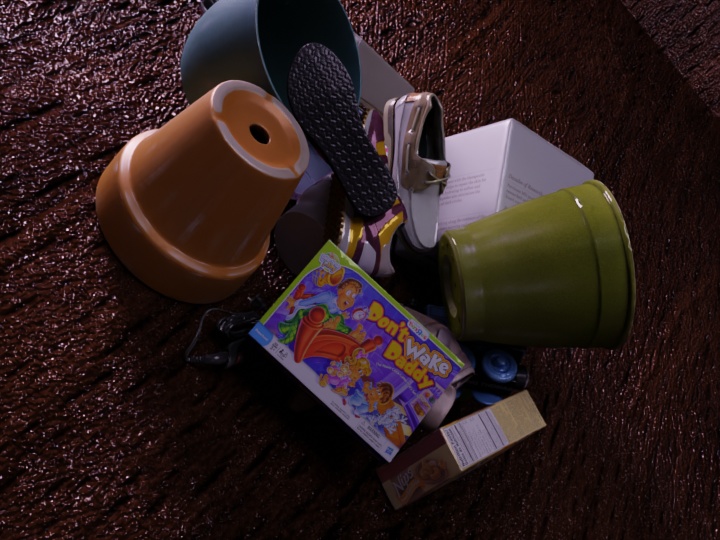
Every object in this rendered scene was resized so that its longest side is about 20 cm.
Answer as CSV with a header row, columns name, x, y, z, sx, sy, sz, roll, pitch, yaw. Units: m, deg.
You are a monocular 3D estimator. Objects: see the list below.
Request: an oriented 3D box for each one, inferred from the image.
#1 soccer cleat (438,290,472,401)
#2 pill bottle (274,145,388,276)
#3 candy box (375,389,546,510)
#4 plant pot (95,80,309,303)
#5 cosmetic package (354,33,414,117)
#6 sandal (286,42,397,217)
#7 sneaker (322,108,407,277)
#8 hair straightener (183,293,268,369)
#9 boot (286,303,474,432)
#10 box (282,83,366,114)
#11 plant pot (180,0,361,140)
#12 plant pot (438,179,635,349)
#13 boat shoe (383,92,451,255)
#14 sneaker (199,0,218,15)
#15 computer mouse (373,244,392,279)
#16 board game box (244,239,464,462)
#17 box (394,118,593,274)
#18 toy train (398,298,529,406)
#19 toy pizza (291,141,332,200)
name,x,y,z,sx,sy,sz,roll,pitch,yaw
soccer cleat,0.121,0.081,1.237,0.080,0.068,0.203,17,47,-22
pill bottle,-0.014,-0.073,1.167,0.114,0.113,0.200,50,45,0
candy box,0.122,0.209,1.079,0.198,0.115,0.056,-12,66,-51
plant pot,-0.156,-0.097,0.985,0.198,0.183,0.203,28,42,-28
cosmetic package,-0.009,-0.296,1.336,0.103,0.074,0.199,42,10,27
sandal,-0.025,-0.152,1.013,0.202,0.074,0.045,63,-7,-11
sneaker,0.014,-0.089,1.072,0.089,0.075,0.204,18,71,-21
hair straightener,-0.118,0.068,1.016,0.198,0.041,0.078,-10,66,-46
boot,0.032,0.127,1.027,0.146,0.070,0.200,42,68,8
box,-0.035,-0.228,1.289,0.199,0.049,0.162,35,13,-25
plant pot,-0.118,-0.242,1.091,0.199,0.159,0.205,19,66,-52
plant pot,0.195,0.005,1.081,0.189,0.202,0.203,-7,56,-5
boat shoe,0.075,-0.123,1.140,0.074,0.068,0.204,-4,86,-49
sneaker,-0.136,-0.365,1.322,0.198,0.086,0.081,23,42,-32
computer mouse,0.000,0.000,1.198,0.059,0.034,0.201,43,37,-11
board game box,-0.006,0.086,0.975,0.199,0.045,0.135,42,74,-2
box,0.190,-0.082,1.291,0.198,0.197,0.175,22,71,-36
toy train,0.116,0.097,1.146,0.196,0.087,0.116,10,52,-5
toy pizza,-0.115,-0.172,1.224,0.198,0.032,0.203,28,41,-27
